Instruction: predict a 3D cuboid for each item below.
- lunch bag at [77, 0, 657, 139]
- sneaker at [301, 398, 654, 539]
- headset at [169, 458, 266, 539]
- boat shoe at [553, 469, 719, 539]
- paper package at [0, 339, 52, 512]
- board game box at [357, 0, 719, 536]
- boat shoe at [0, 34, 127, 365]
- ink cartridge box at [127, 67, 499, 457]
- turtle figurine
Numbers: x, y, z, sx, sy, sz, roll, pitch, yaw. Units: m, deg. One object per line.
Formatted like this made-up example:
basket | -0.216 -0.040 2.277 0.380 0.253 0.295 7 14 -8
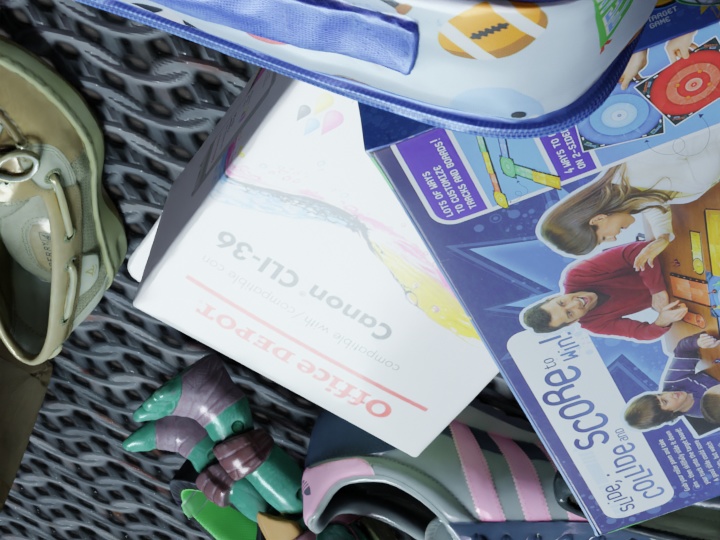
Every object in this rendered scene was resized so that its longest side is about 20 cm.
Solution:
lunch bag | -0.014 -0.120 0.568 0.200 0.160 0.076 18 154 10
sneaker | 0.069 0.111 1.046 0.200 0.082 0.070 17 152 14
headset | -0.020 0.165 1.217 0.200 0.094 0.124 24 158 26
boat shoe | 0.177 0.102 0.959 0.200 0.060 0.076 16 154 16
paper package | -0.285 0.067 1.244 0.190 0.104 0.200 32 153 -18
board game box | 0.098 -0.006 0.702 0.135 0.034 0.200 -20 136 12
boat shoe | -0.148 -0.031 0.976 0.073 0.063 0.201 17 155 14
ink cartridge box | 0.007 -0.017 0.773 0.116 0.068 0.200 29 129 -13
turtle figurine | -0.032 0.139 1.122 0.200 0.101 0.150 52 142 10
